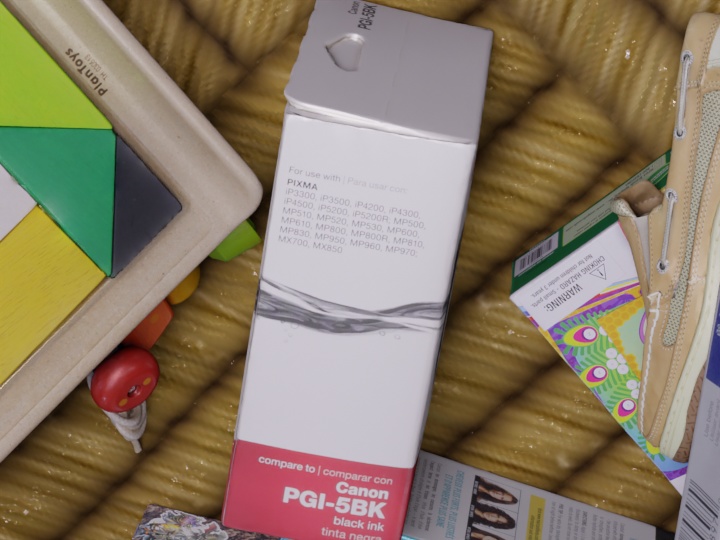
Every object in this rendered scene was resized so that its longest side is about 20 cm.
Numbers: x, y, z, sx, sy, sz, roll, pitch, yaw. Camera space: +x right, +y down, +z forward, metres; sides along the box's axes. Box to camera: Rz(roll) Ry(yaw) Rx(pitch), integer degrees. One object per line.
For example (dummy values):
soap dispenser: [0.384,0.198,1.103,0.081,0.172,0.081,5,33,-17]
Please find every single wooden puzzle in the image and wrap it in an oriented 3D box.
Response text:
wooden puzzle: [-0.163,-0.026,0.993,0.200,0.037,0.185,-44,112,-5]

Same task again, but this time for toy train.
toy train: [-0.094,0.004,1.135,0.116,0.085,0.200,-38,149,-6]

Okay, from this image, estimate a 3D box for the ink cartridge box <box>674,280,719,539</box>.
ink cartridge box: [0.234,0.054,1.062,0.199,0.041,0.200,-6,118,-26]

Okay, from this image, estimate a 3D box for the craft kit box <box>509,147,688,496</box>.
craft kit box: [0.205,0.021,1.119,0.200,0.049,0.198,-37,108,21]

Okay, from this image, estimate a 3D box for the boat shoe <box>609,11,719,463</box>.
boat shoe: [0.144,-0.016,1.058,0.076,0.072,0.201,20,111,18]

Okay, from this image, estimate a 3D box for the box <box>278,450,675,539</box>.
box: [0.062,0.139,1.169,0.199,0.082,0.049,19,117,-1]

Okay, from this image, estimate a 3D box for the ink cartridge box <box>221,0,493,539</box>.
ink cartridge box: [0.000,0.000,1.078,0.083,0.147,0.201,11,116,1]

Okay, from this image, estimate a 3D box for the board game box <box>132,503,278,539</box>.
board game box: [-0.032,0.227,1.212,0.199,0.097,0.160,13,115,2]
